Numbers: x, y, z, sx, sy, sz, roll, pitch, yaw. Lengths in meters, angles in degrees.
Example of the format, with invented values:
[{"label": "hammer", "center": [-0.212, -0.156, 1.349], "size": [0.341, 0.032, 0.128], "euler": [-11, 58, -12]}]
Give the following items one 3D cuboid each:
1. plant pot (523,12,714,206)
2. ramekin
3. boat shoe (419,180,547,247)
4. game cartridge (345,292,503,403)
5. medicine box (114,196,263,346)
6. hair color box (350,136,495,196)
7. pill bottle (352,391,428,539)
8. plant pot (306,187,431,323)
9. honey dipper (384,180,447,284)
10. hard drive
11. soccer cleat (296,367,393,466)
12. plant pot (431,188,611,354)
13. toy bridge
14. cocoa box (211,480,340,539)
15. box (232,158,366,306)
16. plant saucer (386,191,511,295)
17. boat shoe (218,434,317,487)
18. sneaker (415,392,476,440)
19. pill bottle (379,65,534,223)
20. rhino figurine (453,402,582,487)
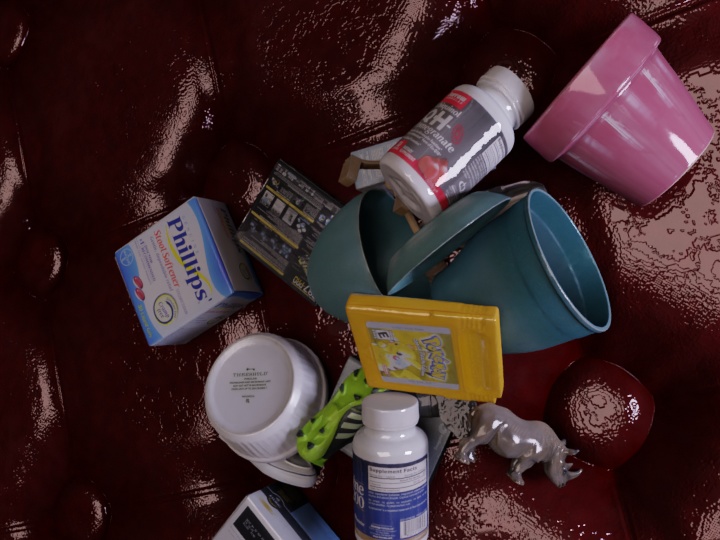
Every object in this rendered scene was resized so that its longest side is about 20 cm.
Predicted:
[{"label": "plant pot", "center": [0.341, -0.191, 0.868], "size": [0.179, 0.200, 0.201], "euler": [42, 103, 3]}, {"label": "ramekin", "center": [-0.156, 0.194, 1.065], "size": [0.198, 0.094, 0.206], "euler": [-8, 64, 16]}, {"label": "boat shoe", "center": [0.183, -0.084, 1.000], "size": [0.197, 0.057, 0.068], "euler": [-13, 118, 25]}, {"label": "game cartridge", "center": [0.089, 0.108, 0.897], "size": [0.196, 0.178, 0.033], "euler": [5, 46, 21]}, {"label": "medicine box", "center": [-0.298, 0.004, 1.165], "size": [0.198, 0.103, 0.185], "euler": [-31, 76, 19]}, {"label": "hair color box", "center": [0.095, -0.165, 1.009], "size": [0.196, 0.099, 0.062], "euler": [-12, 81, 22]}, {"label": "pill bottle", "center": [0.043, 0.284, 0.958], "size": [0.109, 0.111, 0.205], "euler": [2, 99, 23]}, {"label": "plant pot", "center": [0.000, 0.000, 0.986], "size": [0.133, 0.199, 0.204], "euler": [-22, 79, 28]}, {"label": "honey dipper", "center": [0.086, -0.049, 0.991], "size": [0.037, 0.038, 0.202], "euler": [-24, 108, 19]}, {"label": "hard drive", "center": [0.041, 0.243, 1.048], "size": [0.198, 0.033, 0.142], "euler": [27, 98, 21]}, {"label": "soccer cleat", "center": [-0.013, 0.215, 1.023], "size": [0.199, 0.081, 0.068], "euler": [-42, 50, -6]}, {"label": "plant pot", "center": [0.205, 0.025, 0.912], "size": [0.186, 0.199, 0.203], "euler": [-31, 76, 31]}, {"label": "toy bridge", "center": [0.065, -0.111, 0.942], "size": [0.027, 0.197, 0.068], "euler": [-27, 43, 57]}, {"label": "cocoa box", "center": [-0.119, 0.454, 1.052], "size": [0.200, 0.131, 0.134], "euler": [45, 104, 18]}, {"label": "box", "center": [-0.097, -0.062, 1.113], "size": [0.199, 0.049, 0.163], "euler": [36, 99, 20]}, {"label": "plant saucer", "center": [0.104, -0.043, 0.865], "size": [0.199, 0.200, 0.036], "euler": [-40, 82, 16]}, {"label": "boat shoe", "center": [-0.152, 0.283, 1.105], "size": [0.197, 0.073, 0.068], "euler": [22, 96, 22]}, {"label": "sneaker", "center": [0.135, 0.151, 0.991], "size": [0.102, 0.060, 0.204], "euler": [0, 74, 14]}, {"label": "pill bottle", "center": [0.128, -0.167, 0.871], "size": [0.200, 0.111, 0.111], "euler": [-43, 72, -5]}, {"label": "rhino figurine", "center": [0.225, 0.246, 0.924], "size": [0.197, 0.060, 0.089], "euler": [23, 87, -12]}]
